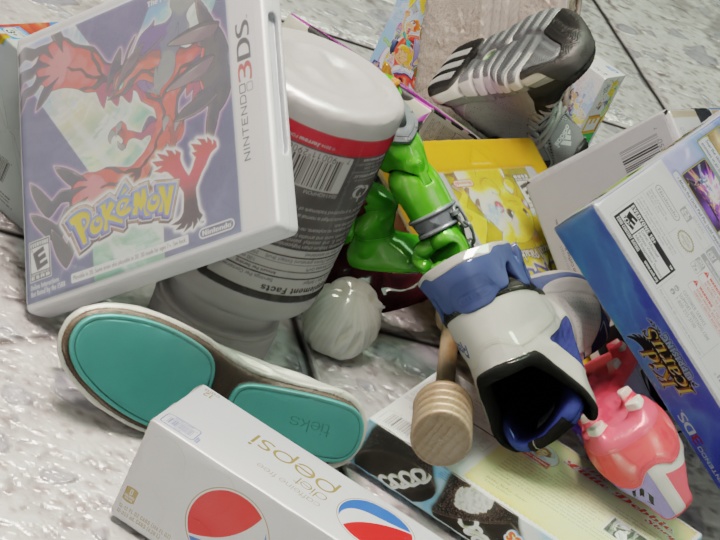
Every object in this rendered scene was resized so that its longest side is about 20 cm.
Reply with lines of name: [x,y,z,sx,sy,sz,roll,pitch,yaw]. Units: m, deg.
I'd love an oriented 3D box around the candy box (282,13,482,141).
candy box: [0.016,-0.114,1.737,0.136,0.061,0.200,35,4,19]

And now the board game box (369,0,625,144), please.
board game box: [0.102,-0.152,1.883,0.200,0.135,0.034,38,27,25]

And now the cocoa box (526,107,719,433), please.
cocoa box: [0.230,0.002,1.612,0.131,0.133,0.200,-6,73,-50]

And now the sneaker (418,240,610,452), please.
sneaker: [0.104,0.059,1.441,0.199,0.080,0.115,21,47,-65]

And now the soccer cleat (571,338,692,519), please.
soccer cleat: [0.169,0.100,1.486,0.077,0.067,0.200,58,4,-10]

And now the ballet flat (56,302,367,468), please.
ballet flat: [-0.092,0.068,1.374,0.200,0.070,0.069,20,25,-21]

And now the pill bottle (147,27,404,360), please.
pill bottle: [-0.060,-0.040,1.435,0.111,0.200,0.111,21,26,-11]

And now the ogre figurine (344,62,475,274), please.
ogre figurine: [-0.006,-0.068,1.522,0.098,0.120,0.200,-18,28,-14]

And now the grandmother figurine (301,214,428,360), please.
grandmother figurine: [0.000,0.000,1.592,0.121,0.061,0.200,4,27,9]

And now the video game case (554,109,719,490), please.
video game case: [0.237,0.013,1.480,0.181,0.045,0.200,-33,91,-41]

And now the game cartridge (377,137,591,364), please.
game cartridge: [0.112,-0.002,1.629,0.176,0.032,0.200,-6,62,-53]

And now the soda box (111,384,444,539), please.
soda box: [-0.031,0.148,1.255,0.200,0.068,0.064,32,26,13]

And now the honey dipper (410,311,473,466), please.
honey dipper: [0.054,0.065,1.454,0.038,0.038,0.200,24,20,-4]

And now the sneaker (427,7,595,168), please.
sneaker: [0.142,-0.126,1.725,0.115,0.075,0.200,43,-18,-18]

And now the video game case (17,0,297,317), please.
video game case: [-0.126,-0.083,1.385,0.023,0.200,0.183,18,61,-50]

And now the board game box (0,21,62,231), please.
board game box: [-0.164,-0.101,1.572,0.105,0.103,0.200,40,28,27]

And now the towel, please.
towel: [0.105,-0.176,1.830,0.132,0.200,0.034,12,12,29]

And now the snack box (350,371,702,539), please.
snack box: [0.103,0.140,1.431,0.200,0.037,0.116,33,26,15]
